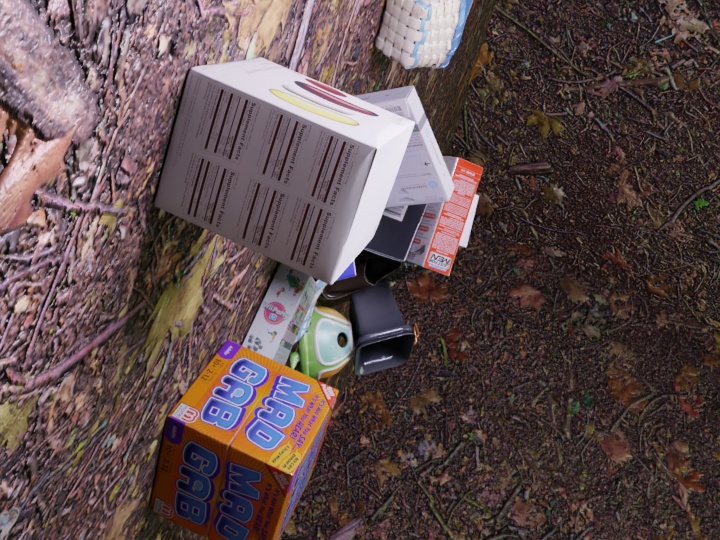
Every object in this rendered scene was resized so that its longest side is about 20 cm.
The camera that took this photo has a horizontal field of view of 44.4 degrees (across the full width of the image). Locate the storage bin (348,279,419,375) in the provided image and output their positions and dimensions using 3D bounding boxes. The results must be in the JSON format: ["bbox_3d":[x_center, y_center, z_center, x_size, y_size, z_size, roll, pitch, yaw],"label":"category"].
[{"bbox_3d":[0.040,0.111,1.823,0.201,0.143,0.136,95,-20,-67],"label":"storage bin"}]

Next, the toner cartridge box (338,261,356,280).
[{"bbox_3d":[-0.048,-0.093,1.385,0.096,0.042,0.203,-112,-169,-52],"label":"toner cartridge box"}]

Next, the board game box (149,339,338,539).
[{"bbox_3d":[-0.176,0.273,1.344,0.201,0.197,0.202,-56,167,-56],"label":"board game box"}]

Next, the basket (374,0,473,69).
[{"bbox_3d":[0.130,-0.453,1.569,0.198,0.139,0.178,-20,141,-38],"label":"basket"}]

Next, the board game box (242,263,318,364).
[{"bbox_3d":[-0.147,0.096,1.574,0.148,0.063,0.203,75,39,-80],"label":"board game box"}]

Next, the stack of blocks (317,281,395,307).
[{"bbox_3d":[0.003,0.011,1.936,0.198,0.059,0.115,-20,-164,35],"label":"stack of blocks"}]

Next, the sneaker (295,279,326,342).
[{"bbox_3d":[-0.117,0.053,1.704,0.072,0.071,0.203,16,103,-53],"label":"sneaker"}]

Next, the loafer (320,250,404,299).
[{"bbox_3d":[0.000,0.000,1.721,0.198,0.074,0.072,-29,-160,11],"label":"loafer"}]

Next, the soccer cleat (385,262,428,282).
[{"bbox_3d":[0.091,-0.028,1.856,0.068,0.074,0.199,-44,163,34],"label":"soccer cleat"}]

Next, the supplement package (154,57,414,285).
[{"bbox_3d":[-0.072,-0.114,0.923,0.191,0.197,0.149,-50,163,-68],"label":"supplement package"}]

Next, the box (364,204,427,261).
[{"bbox_3d":[0.037,-0.150,1.652,0.203,0.122,0.197,-69,-159,10],"label":"box"}]

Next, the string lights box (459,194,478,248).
[{"bbox_3d":[0.165,-0.098,1.750,0.200,0.058,0.105,176,-71,-78],"label":"string lights box"}]

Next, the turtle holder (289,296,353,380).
[{"bbox_3d":[-0.082,0.130,1.815,0.142,0.129,0.188,90,-5,-58],"label":"turtle holder"}]

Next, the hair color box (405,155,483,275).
[{"bbox_3d":[0.144,-0.102,1.604,0.111,0.063,0.203,23,-86,66],"label":"hair color box"}]

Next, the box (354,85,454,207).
[{"bbox_3d":[0.051,-0.196,1.441,0.041,0.154,0.202,-59,134,-40],"label":"box"}]
